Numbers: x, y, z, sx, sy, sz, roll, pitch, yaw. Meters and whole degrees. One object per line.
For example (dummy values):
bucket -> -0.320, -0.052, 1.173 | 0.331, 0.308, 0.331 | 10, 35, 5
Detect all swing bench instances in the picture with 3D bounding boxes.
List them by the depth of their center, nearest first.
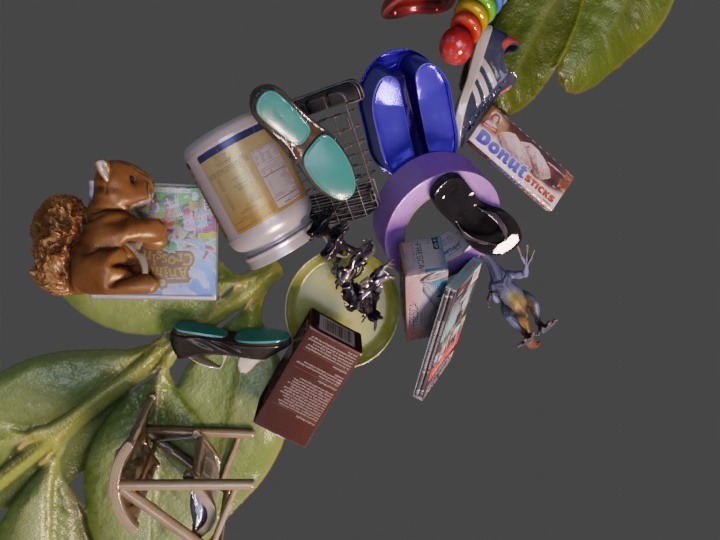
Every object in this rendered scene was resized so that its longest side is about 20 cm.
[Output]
swing bench -> -0.272, 0.306, 0.889 | 0.196, 0.199, 0.132 | 23, 94, -12

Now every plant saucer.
plant saucer -> -0.031, 0.063, 0.985 | 0.195, 0.031, 0.206 | -1, 98, -9

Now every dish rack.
dish rack -> -0.045, -0.174, 0.906 | 0.150, 0.055, 0.204 | -7, 111, 33

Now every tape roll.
tape roll -> 0.121, -0.082, 0.928 | 0.195, 0.066, 0.204 | -11, 130, -13

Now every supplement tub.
supplement tub -> -0.160, -0.119, 0.879 | 0.142, 0.144, 0.203 | -28, 102, -5

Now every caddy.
caddy -> 0.074, -0.242, 0.923 | 0.138, 0.105, 0.204 | -17, 116, -4

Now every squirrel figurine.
squirrel figurine -> -0.378, -0.062, 0.835 | 0.195, 0.141, 0.192 | -2, 92, -11

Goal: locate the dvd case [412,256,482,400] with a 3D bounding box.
dvd case -> 0.142, 0.092, 0.940 | 0.022, 0.146, 0.204 | 23, 118, 19

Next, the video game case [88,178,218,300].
video game case -> -0.325, -0.046, 0.922 | 0.195, 0.022, 0.187 | 1, 97, -10

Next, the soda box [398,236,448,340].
soda box -> 0.098, 0.035, 0.923 | 0.067, 0.202, 0.065 | -9, 56, 0

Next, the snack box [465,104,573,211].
snack box -> 0.276, -0.193, 1.008 | 0.198, 0.024, 0.073 | 37, 90, -12

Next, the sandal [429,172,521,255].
sandal -> 0.178, -0.072, 0.887 | 0.198, 0.043, 0.076 | 28, 113, -36

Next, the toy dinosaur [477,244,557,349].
toy dinosaur -> 0.245, 0.044, 1.012 | 0.104, 0.201, 0.183 | -29, 63, -15

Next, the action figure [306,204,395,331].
action figure -> 0.000, 0.000, 0.891 | 0.101, 0.119, 0.202 | -37, 129, -10

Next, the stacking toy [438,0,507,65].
stacking toy -> 0.179, -0.406, 0.909 | 0.084, 0.085, 0.203 | 31, 77, -13

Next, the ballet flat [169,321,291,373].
ballet flat -> -0.210, 0.126, 0.949 | 0.195, 0.068, 0.070 | 6, 107, 0

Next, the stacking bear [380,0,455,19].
stacking bear -> 0.081, -0.513, 0.892 | 0.118, 0.114, 0.205 | -9, 95, -9

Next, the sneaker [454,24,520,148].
sneaker -> 0.207, -0.292, 0.952 | 0.083, 0.075, 0.205 | 17, 95, 1

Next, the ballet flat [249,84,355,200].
ballet flat -> -0.079, -0.185, 0.827 | 0.068, 0.068, 0.200 | -43, 119, -1

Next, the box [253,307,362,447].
box -> -0.085, 0.175, 0.944 | 0.099, 0.075, 0.202 | 28, 107, -12
